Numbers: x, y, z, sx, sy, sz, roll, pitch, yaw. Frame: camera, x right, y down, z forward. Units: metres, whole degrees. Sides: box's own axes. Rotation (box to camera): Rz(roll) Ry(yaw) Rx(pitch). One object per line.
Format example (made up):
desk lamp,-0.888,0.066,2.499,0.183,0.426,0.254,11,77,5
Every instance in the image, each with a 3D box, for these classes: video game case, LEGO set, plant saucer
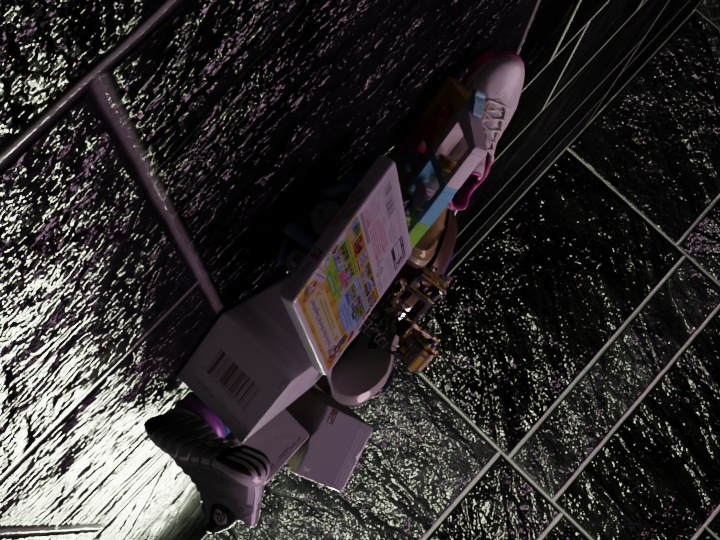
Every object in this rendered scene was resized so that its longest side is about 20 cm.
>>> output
video game case,-0.009,0.000,1.075,0.183,0.023,0.200,-55,159,-18
LEGO set,0.042,0.021,1.282,0.116,0.199,0.154,-49,-168,13
plant saucer,0.087,-0.021,1.522,0.200,0.034,0.201,-48,-155,31

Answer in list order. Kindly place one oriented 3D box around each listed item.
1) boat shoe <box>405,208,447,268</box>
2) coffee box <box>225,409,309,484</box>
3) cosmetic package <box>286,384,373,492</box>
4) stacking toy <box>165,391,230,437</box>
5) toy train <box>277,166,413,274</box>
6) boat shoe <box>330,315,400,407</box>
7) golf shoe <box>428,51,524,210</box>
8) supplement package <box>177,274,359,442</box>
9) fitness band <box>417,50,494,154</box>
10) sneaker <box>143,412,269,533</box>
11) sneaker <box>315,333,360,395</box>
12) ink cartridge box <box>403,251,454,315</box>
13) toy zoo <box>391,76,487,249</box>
boat shoe,0.085,-0.082,1.300,0.076,0.071,0.201,-46,-162,31
coffee box,-0.164,0.228,1.420,0.113,0.080,0.200,-46,-162,-14
cosmetic package,-0.067,0.230,1.459,0.108,0.090,0.200,-62,-156,0
stacking toy,-0.173,0.160,1.351,0.200,0.085,0.086,-47,174,-39
toy train,-0.019,-0.049,1.141,0.115,0.086,0.200,-61,165,23
boat shoe,0.011,0.145,1.352,0.200,0.074,0.094,-55,151,-56
golf shoe,0.144,-0.160,1.198,0.201,0.075,0.092,-62,-153,25
supplement package,-0.108,0.099,1.240,0.118,0.117,0.200,-51,170,27
fitness band,0.133,-0.210,1.319,0.144,0.037,0.200,-47,173,-7
sneaker,-0.191,0.251,1.199,0.075,0.199,0.117,-12,113,-46
sneaker,-0.032,0.089,1.418,0.099,0.070,0.201,-45,154,-23
ink cartridge box,0.075,0.019,1.712,0.200,0.076,0.137,-36,-159,57
toy zoo,0.089,-0.136,1.192,0.201,0.020,0.132,-54,-145,35
